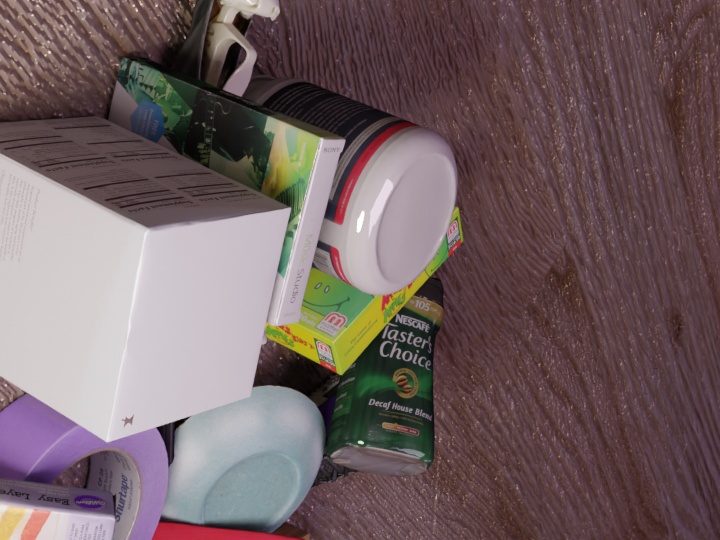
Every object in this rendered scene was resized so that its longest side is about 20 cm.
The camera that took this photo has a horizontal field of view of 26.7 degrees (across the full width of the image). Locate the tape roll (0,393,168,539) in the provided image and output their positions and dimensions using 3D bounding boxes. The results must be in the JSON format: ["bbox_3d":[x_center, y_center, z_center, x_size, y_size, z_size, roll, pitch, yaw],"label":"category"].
[{"bbox_3d":[-0.247,0.196,1.239,0.199,0.065,0.202,-35,137,-41],"label":"tape roll"}]

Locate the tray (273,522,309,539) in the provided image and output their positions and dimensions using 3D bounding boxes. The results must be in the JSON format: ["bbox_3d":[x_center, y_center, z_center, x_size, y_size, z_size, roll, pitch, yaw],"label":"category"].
[{"bbox_3d":[-0.125,0.329,1.469,0.199,0.037,0.100,-24,126,-53],"label":"tray"}]

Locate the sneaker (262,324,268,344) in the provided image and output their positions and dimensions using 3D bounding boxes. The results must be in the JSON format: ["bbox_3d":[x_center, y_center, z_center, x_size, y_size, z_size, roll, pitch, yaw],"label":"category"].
[{"bbox_3d":[-0.105,0.001,1.257,0.089,0.076,0.201,-4,148,-16],"label":"sneaker"}]

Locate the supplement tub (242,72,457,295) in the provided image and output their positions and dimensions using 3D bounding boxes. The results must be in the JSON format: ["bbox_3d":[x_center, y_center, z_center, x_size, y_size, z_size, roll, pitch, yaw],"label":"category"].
[{"bbox_3d":[-0.032,-0.076,1.254,0.140,0.199,0.142,-36,139,-40],"label":"supplement tub"}]

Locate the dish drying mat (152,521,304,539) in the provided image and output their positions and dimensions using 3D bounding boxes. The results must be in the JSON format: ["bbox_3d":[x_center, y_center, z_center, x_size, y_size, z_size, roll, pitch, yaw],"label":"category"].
[{"bbox_3d":[-0.145,0.271,1.380,0.198,0.018,0.078,11,79,-25],"label":"dish drying mat"}]

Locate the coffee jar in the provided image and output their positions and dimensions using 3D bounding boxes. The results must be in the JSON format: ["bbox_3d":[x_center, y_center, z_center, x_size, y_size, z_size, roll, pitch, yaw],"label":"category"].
[{"bbox_3d":[0.027,0.094,1.496,0.085,0.103,0.203,137,-38,-60],"label":"coffee jar"}]

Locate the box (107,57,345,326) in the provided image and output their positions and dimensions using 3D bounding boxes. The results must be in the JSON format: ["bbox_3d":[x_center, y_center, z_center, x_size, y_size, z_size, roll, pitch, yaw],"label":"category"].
[{"bbox_3d":[-0.114,-0.062,1.138,0.036,0.198,0.146,-10,118,-58],"label":"box"}]

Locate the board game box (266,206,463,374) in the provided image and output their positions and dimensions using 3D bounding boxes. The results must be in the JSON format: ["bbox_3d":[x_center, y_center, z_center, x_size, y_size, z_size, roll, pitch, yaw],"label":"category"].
[{"bbox_3d":[0.000,0.000,1.454,0.200,0.101,0.048,-47,143,-29],"label":"board game box"}]

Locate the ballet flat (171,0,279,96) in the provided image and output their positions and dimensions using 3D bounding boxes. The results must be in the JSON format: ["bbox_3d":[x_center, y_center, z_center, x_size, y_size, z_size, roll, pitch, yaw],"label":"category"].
[{"bbox_3d":[-0.101,-0.195,1.195,0.068,0.068,0.202,-2,112,-56],"label":"ballet flat"}]

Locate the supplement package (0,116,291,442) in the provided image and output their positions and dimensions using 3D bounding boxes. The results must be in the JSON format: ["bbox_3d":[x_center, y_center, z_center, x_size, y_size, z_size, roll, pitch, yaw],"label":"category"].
[{"bbox_3d":[-0.181,-0.002,1.072,0.150,0.199,0.154,-12,122,-53],"label":"supplement package"}]

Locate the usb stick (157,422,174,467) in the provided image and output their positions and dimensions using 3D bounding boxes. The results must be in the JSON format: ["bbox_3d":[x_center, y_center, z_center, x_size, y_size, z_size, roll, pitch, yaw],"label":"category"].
[{"bbox_3d":[-0.173,0.077,1.289,0.032,0.056,0.202,-5,121,-16],"label":"usb stick"}]

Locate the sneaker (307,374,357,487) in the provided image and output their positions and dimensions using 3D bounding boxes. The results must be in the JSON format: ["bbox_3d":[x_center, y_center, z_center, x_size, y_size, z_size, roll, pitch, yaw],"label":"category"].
[{"bbox_3d":[-0.028,0.178,1.532,0.200,0.099,0.070,-43,141,-34],"label":"sneaker"}]

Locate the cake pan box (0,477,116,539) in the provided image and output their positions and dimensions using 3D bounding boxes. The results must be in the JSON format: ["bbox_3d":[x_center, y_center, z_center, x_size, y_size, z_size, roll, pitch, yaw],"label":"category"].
[{"bbox_3d":[-0.288,0.250,1.124,0.182,0.052,0.203,12,104,-14],"label":"cake pan box"}]

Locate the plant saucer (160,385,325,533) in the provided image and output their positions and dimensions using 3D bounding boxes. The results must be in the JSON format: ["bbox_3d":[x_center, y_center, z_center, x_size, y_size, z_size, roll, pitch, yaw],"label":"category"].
[{"bbox_3d":[-0.110,0.201,1.416,0.199,0.039,0.203,-21,133,-23],"label":"plant saucer"}]
